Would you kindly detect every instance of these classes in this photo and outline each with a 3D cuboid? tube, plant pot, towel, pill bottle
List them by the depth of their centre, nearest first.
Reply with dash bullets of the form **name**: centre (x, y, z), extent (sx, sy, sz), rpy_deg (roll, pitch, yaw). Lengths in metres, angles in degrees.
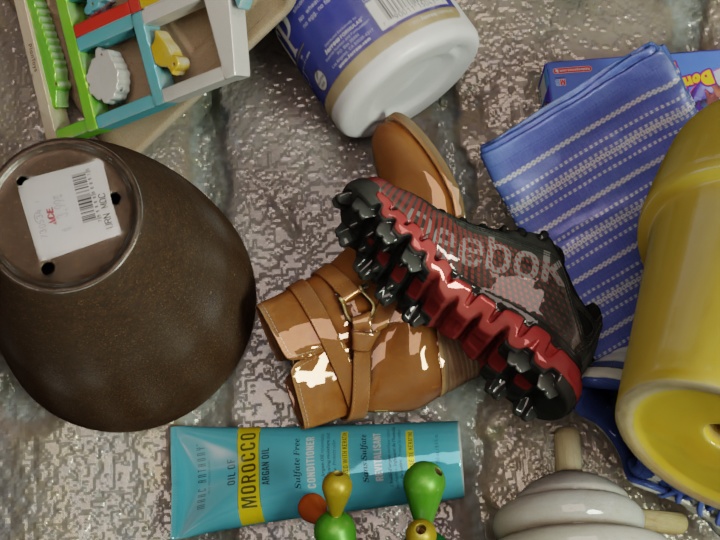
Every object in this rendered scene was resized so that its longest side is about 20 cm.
- **plant pot**: centre (0.240, 0.029, 0.723), extent (0.200, 0.201, 0.189), rpy_deg (29, 60, 8)
- **plant pot**: centre (-0.167, -0.006, 0.805), extent (0.185, 0.200, 0.188), rpy_deg (0, 74, 0)
- **tube**: centre (-0.030, 0.134, 0.849), extent (0.198, 0.050, 0.078), rpy_deg (-6, 59, 4)
- **towel**: centre (0.186, -0.034, 0.853), extent (0.144, 0.024, 0.201), rpy_deg (-31, 101, 5)
- **pill bottle**: centre (-0.016, -0.207, 0.902), extent (0.119, 0.120, 0.201), rpy_deg (-31, 76, -8)

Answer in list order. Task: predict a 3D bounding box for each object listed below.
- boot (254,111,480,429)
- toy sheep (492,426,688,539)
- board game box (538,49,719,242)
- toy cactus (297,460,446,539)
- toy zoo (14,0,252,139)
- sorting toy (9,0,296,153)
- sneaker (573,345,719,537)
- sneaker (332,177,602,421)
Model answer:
- **boot**: centre (0.000, 0.000, 0.862), extent (0.154, 0.074, 0.201), rpy_deg (-17, 79, -12)
- **toy sheep**: centre (0.139, 0.197, 0.790), extent (0.137, 0.138, 0.201), rpy_deg (-3, 61, -1)
- **board game box**: centre (0.235, -0.086, 0.906), extent (0.198, 0.045, 0.135), rpy_deg (-4, 75, -1)
- **toy cactus**: centre (0.012, 0.222, 0.793), extent (0.165, 0.102, 0.201), rpy_deg (34, 73, -25)
- **toy zoo**: centre (-0.151, -0.175, 0.870), extent (0.199, 0.020, 0.132), rpy_deg (-16, 86, 28)
- **sorting toy**: centre (-0.153, -0.201, 0.903), extent (0.200, 0.036, 0.186), rpy_deg (-41, 75, 24)
- **sneaker**: centre (0.210, 0.130, 0.793), extent (0.088, 0.076, 0.200), rpy_deg (-11, 43, -40)
- **sneaker**: centre (0.074, 0.002, 0.810), extent (0.200, 0.071, 0.098), rpy_deg (40, 61, 4)
